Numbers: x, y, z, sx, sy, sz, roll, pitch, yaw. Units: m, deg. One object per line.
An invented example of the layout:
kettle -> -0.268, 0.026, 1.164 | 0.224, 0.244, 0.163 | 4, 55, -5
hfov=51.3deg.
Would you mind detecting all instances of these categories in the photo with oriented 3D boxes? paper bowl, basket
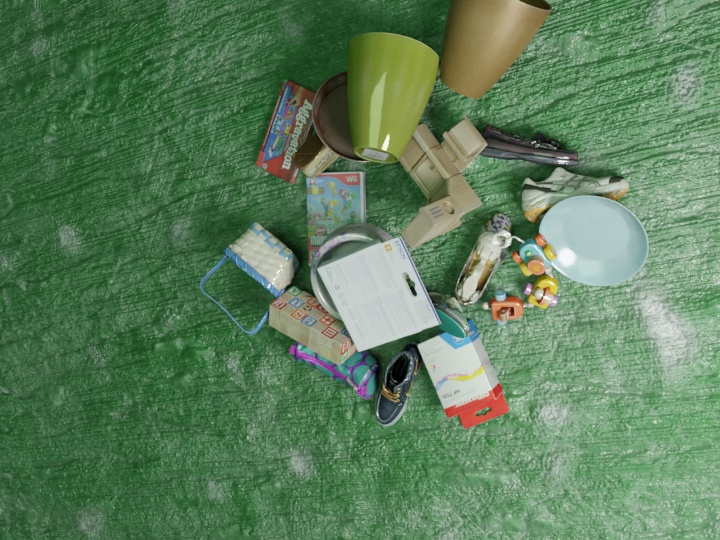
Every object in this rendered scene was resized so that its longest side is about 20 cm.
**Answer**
paper bowl -> 0.000, 0.000, 1.562 | 0.195, 0.105, 0.206 | 5, 116, 11
basket -> -0.238, 0.016, 1.662 | 0.176, 0.139, 0.201 | 40, 80, 15

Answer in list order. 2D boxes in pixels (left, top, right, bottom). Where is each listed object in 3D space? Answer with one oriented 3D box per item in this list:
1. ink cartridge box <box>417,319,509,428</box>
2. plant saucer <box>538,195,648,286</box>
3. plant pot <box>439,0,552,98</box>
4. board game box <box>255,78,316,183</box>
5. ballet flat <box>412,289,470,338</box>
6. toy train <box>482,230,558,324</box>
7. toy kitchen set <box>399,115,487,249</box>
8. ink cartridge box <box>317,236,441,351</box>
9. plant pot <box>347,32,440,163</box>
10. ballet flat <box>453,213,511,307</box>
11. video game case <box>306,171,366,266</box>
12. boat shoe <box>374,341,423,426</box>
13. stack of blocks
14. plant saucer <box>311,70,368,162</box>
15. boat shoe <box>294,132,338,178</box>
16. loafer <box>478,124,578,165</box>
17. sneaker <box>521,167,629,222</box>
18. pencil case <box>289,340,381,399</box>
ink cartridge box -> 0.211, 0.218, 1.527 | 0.114, 0.067, 0.204 | -26, 84, 24
plant saucer -> 0.429, -0.062, 1.380 | 0.196, 0.039, 0.204 | 18, 135, 19
plant pot -> 0.230, -0.435, 1.402 | 0.185, 0.185, 0.203 | 35, 123, 17
board game box -> -0.158, -0.308, 1.667 | 0.101, 0.019, 0.204 | 27, 106, 19
ballet flat -> 0.160, 0.077, 1.504 | 0.198, 0.073, 0.076 | 21, 106, 49
toy train -> 0.305, 0.026, 1.434 | 0.146, 0.056, 0.205 | 1, 122, 12
toy kitchen set -> 0.136, -0.191, 1.430 | 0.202, 0.179, 0.163 | 54, 133, 10
ink cartridge box -> 0.040, 0.043, 1.486 | 0.196, 0.041, 0.203 | -19, 106, 25
plant pot -> 0.049, -0.318, 1.444 | 0.182, 0.187, 0.206 | 7, 82, 23
ballet flat -> 0.243, -0.015, 1.486 | 0.071, 0.072, 0.204 | 30, 107, 18
video game case -> -0.053, -0.111, 1.640 | 0.139, 0.017, 0.206 | 2, 96, 25
boat shoe -> 0.069, 0.246, 1.583 | 0.070, 0.090, 0.204 | 27, 106, 19
stack of blocks -> -0.088, 0.110, 1.620 | 0.197, 0.115, 0.060 | 26, 130, 24
plant saucer -> -0.005, -0.310, 1.530 | 0.194, 0.035, 0.206 | 3, 73, -10
boat shoe -> -0.054, -0.280, 1.596 | 0.199, 0.063, 0.074 | -39, 55, 6
loafer -> 0.319, -0.239, 1.428 | 0.195, 0.071, 0.065 | 11, 96, 26
sneaker -> 0.395, -0.159, 1.398 | 0.195, 0.076, 0.090 | -11, 67, 13
pencil case -> -0.052, 0.198, 1.633 | 0.197, 0.092, 0.087 | 25, 123, 22
